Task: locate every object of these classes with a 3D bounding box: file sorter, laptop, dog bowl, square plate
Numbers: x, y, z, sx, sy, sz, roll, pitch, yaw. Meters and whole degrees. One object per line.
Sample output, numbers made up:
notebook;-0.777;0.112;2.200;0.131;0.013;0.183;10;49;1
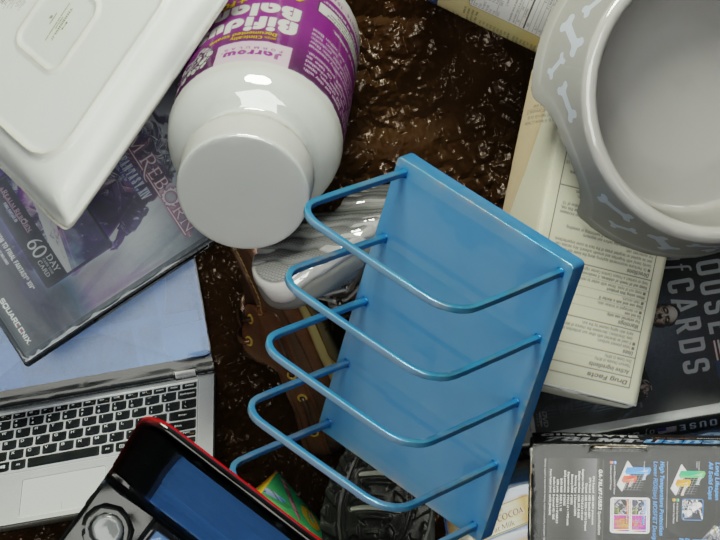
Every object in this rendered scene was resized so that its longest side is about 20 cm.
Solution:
file sorter;0.020;0.059;1.563;0.138;0.122;0.201;33;121;28
laptop;-0.197;0.060;1.737;0.186;0.201;0.116;-10;125;5
dog bowl;0.205;-0.106;1.584;0.199;0.059;0.202;-1;94;-17
square plate;-0.191;-0.155;1.710;0.198;0.028;0.201;39;95;41

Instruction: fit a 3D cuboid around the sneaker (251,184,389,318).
sneaker;0.000;0.000;1.681;0.074;0.200;0.083;-1;103;30

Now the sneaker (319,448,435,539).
sneaker;0.017;0.196;1.737;0.073;0.079;0.202;3;99;14

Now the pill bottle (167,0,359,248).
pill bottle;-0.063;-0.102;1.664;0.111;0.200;0.113;2;124;4

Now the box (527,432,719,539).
box;0.200;0.202;1.608;0.197;0.050;0.202;0;95;2

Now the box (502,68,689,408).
box;0.139;-0.022;1.641;0.094;0.078;0.201;15;86;-16

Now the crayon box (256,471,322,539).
crayon box;-0.089;0.200;1.688;0.119;0.200;0.058;-41;90;5

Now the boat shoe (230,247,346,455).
boat shoe;-0.052;0.036;1.730;0.067;0.072;0.201;-26;106;10

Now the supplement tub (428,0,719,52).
supplement tub;0.141;-0.206;1.682;0.199;0.144;0.145;25;94;3

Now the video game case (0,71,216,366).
video game case;-0.177;-0.050;1.748;0.199;0.019;0.143;-33;82;-6

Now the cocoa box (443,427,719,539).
cocoa box;0.159;0.180;1.700;0.199;0.133;0.132;-10;94;4

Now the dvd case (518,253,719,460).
dvd case;0.180;0.039;1.714;0.199;0.025;0.151;-10;60;5

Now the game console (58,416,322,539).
game console;-0.088;0.202;1.528;0.200;0.119;0.173;37;95;1
